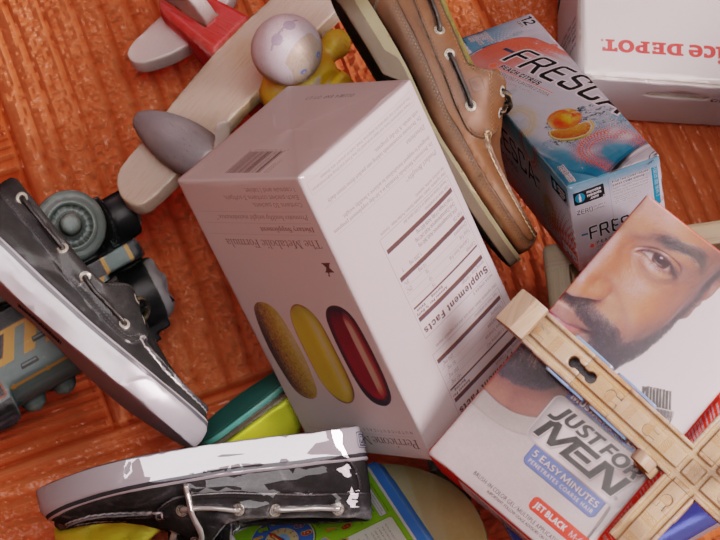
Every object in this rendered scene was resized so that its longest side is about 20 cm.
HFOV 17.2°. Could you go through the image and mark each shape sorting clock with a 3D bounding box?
[{"bbox_3d":[-0.018,0.190,1.412,0.199,0.039,0.200,-12,36,9],"label":"shape sorting clock"}]

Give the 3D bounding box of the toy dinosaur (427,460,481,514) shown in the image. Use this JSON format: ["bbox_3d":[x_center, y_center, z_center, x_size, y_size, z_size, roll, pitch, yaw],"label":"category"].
[{"bbox_3d":[0.063,0.190,1.452,0.077,0.200,0.102,-22,119,-1],"label":"toy dinosaur"}]

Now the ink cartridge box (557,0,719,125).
[{"bbox_3d":[0.208,-0.203,1.601,0.144,0.084,0.201,4,73,-5],"label":"ink cartridge box"}]

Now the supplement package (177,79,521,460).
[{"bbox_3d":[0.000,0.000,1.431,0.110,0.114,0.200,-43,118,-34],"label":"supplement package"}]

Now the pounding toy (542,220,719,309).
[{"bbox_3d":[0.231,0.076,1.511,0.199,0.142,0.185,-8,74,8],"label":"pounding toy"}]

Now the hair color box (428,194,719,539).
[{"bbox_3d":[0.147,0.070,1.393,0.111,0.064,0.200,39,84,18],"label":"hair color box"}]

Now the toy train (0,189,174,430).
[{"bbox_3d":[-0.215,0.030,1.501,0.200,0.085,0.114,-29,91,-14],"label":"toy train"}]

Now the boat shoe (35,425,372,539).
[{"bbox_3d":[-0.092,0.140,1.420,0.199,0.074,0.068,-8,82,-3],"label":"boat shoe"}]

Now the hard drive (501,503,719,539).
[{"bbox_3d":[0.171,0.100,1.427,0.200,0.025,0.132,-30,72,2],"label":"hard drive"}]

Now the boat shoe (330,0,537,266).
[{"bbox_3d":[0.061,-0.100,1.451,0.068,0.072,0.200,-32,96,-4],"label":"boat shoe"}]

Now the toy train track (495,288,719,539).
[{"bbox_3d":[0.155,0.082,1.339,0.200,0.033,0.115,43,86,17],"label":"toy train track"}]

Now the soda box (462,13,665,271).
[{"bbox_3d":[0.123,-0.084,1.512,0.063,0.069,0.200,-20,37,-11],"label":"soda box"}]

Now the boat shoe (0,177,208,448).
[{"bbox_3d":[-0.160,0.026,1.440,0.200,0.069,0.057,43,77,-7],"label":"boat shoe"}]

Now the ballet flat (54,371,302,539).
[{"bbox_3d":[-0.098,0.130,1.496,0.200,0.067,0.067,-32,101,-10],"label":"ballet flat"}]

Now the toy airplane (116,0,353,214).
[{"bbox_3d":[-0.058,-0.134,1.526,0.198,0.141,0.201,-1,75,-5],"label":"toy airplane"}]
